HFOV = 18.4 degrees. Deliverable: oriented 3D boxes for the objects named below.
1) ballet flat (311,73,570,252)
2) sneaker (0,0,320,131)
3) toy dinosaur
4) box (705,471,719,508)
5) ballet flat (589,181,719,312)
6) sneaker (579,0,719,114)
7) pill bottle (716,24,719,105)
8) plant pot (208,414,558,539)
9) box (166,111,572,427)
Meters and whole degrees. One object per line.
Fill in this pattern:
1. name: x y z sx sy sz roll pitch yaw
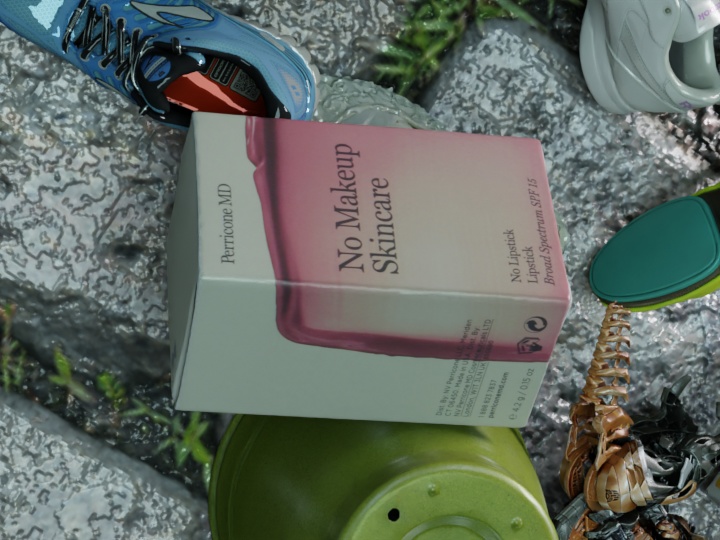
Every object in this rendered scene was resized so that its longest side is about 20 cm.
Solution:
1. ballet flat: 0.041 -0.057 1.302 0.200 0.072 0.072 26 92 -14
2. sneaker: -0.116 -0.127 1.230 0.200 0.090 0.079 22 110 -5
3. toy dinosaur: 0.166 0.123 1.304 0.135 0.102 0.200 -17 130 -30
4. box: 0.327 0.103 1.365 0.112 0.101 0.200 39 88 -22
5. ballet flat: 0.227 -0.024 1.314 0.067 0.067 0.200 21 137 -38
6. sneaker: 0.167 -0.183 1.280 0.075 0.099 0.200 -35 121 -33
7. pill bottle: 0.270 -0.188 1.310 0.111 0.111 0.201 11 95 -14
8. plant pot: 0.027 0.150 1.262 0.200 0.193 0.201 -2 98 -13
9. box: 0.000 0.000 1.204 0.199 0.128 0.109 4 137 -11
